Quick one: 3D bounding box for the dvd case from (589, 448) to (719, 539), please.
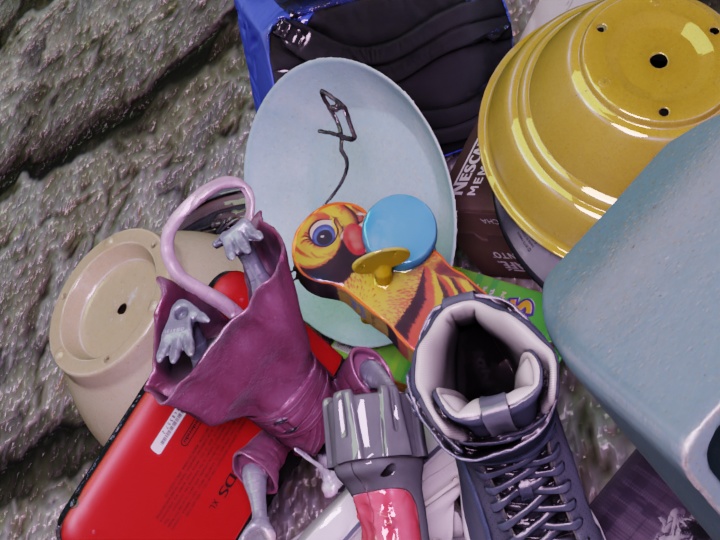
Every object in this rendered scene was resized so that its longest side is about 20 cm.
[{"bbox_3d":[0.208,0.128,0.769,0.200,0.016,0.148,-48,38,-6],"label":"dvd case"}]

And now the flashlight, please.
[{"bbox_3d":[0.013,0.162,0.721,0.068,0.067,0.203,137,128,-68],"label":"flashlight"}]

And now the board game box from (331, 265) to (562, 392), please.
[{"bbox_3d":[0.067,0.047,0.968,0.199,0.030,0.096,17,68,52],"label":"board game box"}]

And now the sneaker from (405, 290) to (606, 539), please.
[{"bbox_3d":[0.080,0.107,0.716,0.076,0.146,0.205,-20,81,2],"label":"sneaker"}]

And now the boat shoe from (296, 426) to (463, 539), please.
[{"bbox_3d":[0.032,0.134,0.815,0.200,0.066,0.072,-41,-5,-18],"label":"boat shoe"}]

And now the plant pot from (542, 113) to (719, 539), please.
[{"bbox_3d":[0.204,0.032,0.701,0.197,0.196,0.200,-47,33,-5],"label":"plant pot"}]

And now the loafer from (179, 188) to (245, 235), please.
[{"bbox_3d":[-0.086,-0.031,1.151,0.198,0.072,0.064,-20,47,25],"label":"loafer"}]

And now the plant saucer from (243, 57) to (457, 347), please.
[{"bbox_3d":[-0.001,-0.049,0.978,0.199,0.204,0.038,1,12,43],"label":"plant saucer"}]

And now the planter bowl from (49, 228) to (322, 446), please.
[{"bbox_3d":[-0.147,0.051,1.052,0.199,0.135,0.202,-22,50,28],"label":"planter bowl"}]

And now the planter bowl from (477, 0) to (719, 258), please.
[{"bbox_3d":[0.171,-0.102,0.829,0.197,0.084,0.203,0,62,0],"label":"planter bowl"}]

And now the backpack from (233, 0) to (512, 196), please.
[{"bbox_3d":[0.011,-0.171,1.088,0.198,0.164,0.168,-17,36,-11],"label":"backpack"}]

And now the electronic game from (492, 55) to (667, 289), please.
[{"bbox_3d":[0.181,-0.053,0.874,0.197,0.042,0.202,0,62,0],"label":"electronic game"}]

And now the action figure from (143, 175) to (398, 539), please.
[{"bbox_3d":[-0.055,0.070,0.838,0.133,0.200,0.149,-35,44,2],"label":"action figure"}]

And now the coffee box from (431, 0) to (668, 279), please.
[{"bbox_3d":[0.149,-0.096,0.982,0.112,0.080,0.201,6,60,46],"label":"coffee box"}]

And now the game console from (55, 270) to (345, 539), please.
[{"bbox_3d":[-0.102,0.123,0.917,0.118,0.172,0.201,2,56,56],"label":"game console"}]

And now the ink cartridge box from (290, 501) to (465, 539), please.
[{"bbox_3d":[0.003,0.191,0.881,0.199,0.039,0.100,-38,38,11],"label":"ink cartridge box"}]

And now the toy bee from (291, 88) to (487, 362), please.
[{"bbox_3d":[0.000,0.000,0.889,0.108,0.131,0.200,-36,52,-8],"label":"toy bee"}]
